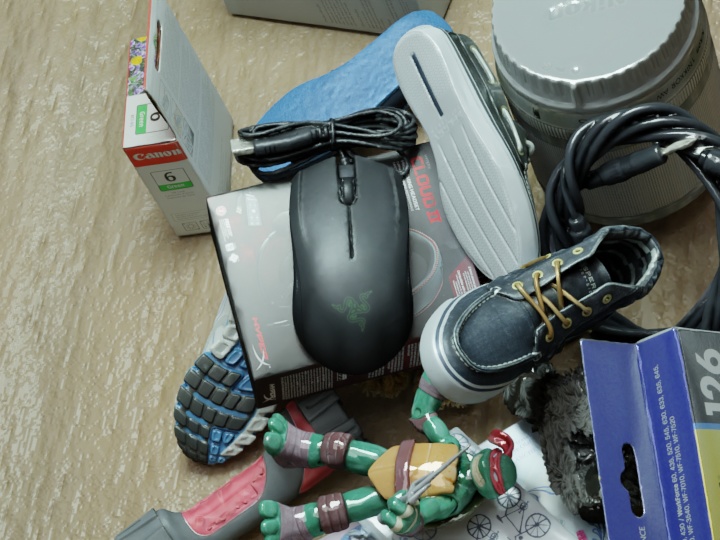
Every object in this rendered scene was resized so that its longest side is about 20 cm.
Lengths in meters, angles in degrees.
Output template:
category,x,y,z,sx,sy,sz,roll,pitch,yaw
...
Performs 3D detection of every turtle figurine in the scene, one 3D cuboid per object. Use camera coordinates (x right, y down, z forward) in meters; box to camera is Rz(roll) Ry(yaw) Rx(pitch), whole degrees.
category,x,y,z,sx,sy,sz,roll,pitch,yaw
turtle figurine,0.032,0.137,1.476,0.199,0.101,0.150,-10,38,17

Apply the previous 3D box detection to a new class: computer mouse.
category,x,y,z,sx,sy,sz,roll,pitch,yaw
computer mouse,-0.014,-0.027,1.515,0.138,0.053,0.201,-7,70,-4

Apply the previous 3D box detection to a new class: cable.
category,x,y,z,sx,sy,sz,roll,pitch,yaw
cable,0.202,-0.017,1.520,0.162,0.201,0.051,26,33,7

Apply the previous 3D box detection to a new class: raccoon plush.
category,x,y,z,sx,sy,sz,roll,pitch,yaw
raccoon plush,0.193,0.095,1.513,0.133,0.097,0.200,-3,46,-29

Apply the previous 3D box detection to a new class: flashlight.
category,x,y,z,sx,sy,sz,roll,pitch,yaw
flashlight,-0.090,0.161,1.599,0.199,0.068,0.068,-34,56,-4

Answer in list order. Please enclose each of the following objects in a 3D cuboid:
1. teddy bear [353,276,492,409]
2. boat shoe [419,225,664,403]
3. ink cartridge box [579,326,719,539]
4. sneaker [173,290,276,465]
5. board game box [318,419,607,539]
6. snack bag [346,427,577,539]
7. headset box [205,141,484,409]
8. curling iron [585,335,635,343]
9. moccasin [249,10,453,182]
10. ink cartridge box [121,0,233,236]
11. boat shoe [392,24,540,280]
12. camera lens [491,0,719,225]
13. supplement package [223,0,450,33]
category,x,y,z,sx,sy,sz,roll,pitch,yaw
teddy bear,0.055,0.012,1.640,0.144,0.067,0.201,21,69,26
boat shoe,0.123,0.021,1.438,0.091,0.200,0.071,-36,85,41
ink cartridge box,0.252,0.137,1.423,0.199,0.047,0.199,6,65,-29
sneaker,-0.087,0.056,1.667,0.075,0.087,0.201,23,89,-4
board game box,0.095,0.226,1.510,0.199,0.043,0.199,-30,55,0
snack bag,0.053,0.229,1.483,0.200,0.021,0.189,-41,54,-8
headset box,0.000,0.000,1.574,0.199,0.075,0.149,-13,71,-6
curling iron,0.251,0.074,1.559,0.199,0.026,0.050,22,66,29
moccasin,0.000,-0.127,1.744,0.199,0.068,0.081,-32,63,0
ink cartridge box,-0.155,-0.126,1.713,0.050,0.200,0.110,-8,58,14
boat shoe,0.093,-0.090,1.543,0.072,0.071,0.201,-32,74,47
camera lens,0.189,-0.142,1.605,0.159,0.200,0.161,-9,57,14
supplement package,-0.022,-0.308,1.806,0.199,0.152,0.151,11,64,24
